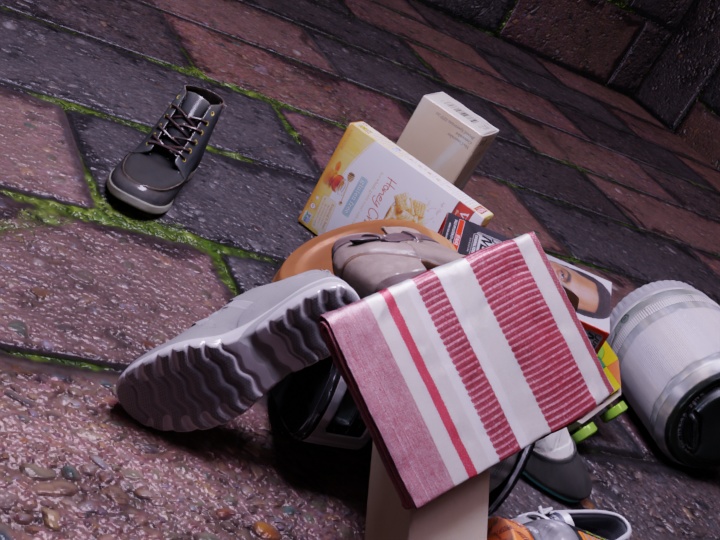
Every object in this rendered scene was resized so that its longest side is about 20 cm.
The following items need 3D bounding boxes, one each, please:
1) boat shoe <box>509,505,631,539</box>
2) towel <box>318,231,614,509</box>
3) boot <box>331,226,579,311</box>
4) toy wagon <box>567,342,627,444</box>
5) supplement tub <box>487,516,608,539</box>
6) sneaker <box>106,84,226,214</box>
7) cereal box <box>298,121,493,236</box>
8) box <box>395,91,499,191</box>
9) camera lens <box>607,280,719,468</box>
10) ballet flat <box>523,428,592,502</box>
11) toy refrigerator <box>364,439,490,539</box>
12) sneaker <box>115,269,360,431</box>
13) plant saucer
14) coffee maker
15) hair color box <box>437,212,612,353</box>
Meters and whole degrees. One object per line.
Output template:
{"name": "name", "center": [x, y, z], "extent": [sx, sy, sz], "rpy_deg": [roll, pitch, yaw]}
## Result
{"name": "boat shoe", "center": [0.155, 0.229, 0.892], "extent": [0.199, 0.069, 0.072], "rpy_deg": [14, 27, -34]}
{"name": "towel", "center": [0.080, 0.065, 0.764], "extent": [0.199, 0.023, 0.145], "rpy_deg": [-21, 82, -31]}
{"name": "boot", "center": [0.074, 0.001, 0.948], "extent": [0.199, 0.071, 0.146], "rpy_deg": [5, 19, -23]}
{"name": "toy wagon", "center": [0.211, 0.114, 1.173], "extent": [0.200, 0.040, 0.155], "rpy_deg": [-22, 73, -46]}
{"name": "supplement tub", "center": [0.170, 0.259, 0.781], "extent": [0.199, 0.123, 0.123], "rpy_deg": [24, 23, -15]}
{"name": "sneaker", "center": [-0.210, -0.138, 1.157], "extent": [0.075, 0.106, 0.200], "rpy_deg": [28, 23, -6]}
{"name": "cereal box", "center": [0.038, -0.062, 1.256], "extent": [0.200, 0.144, 0.039], "rpy_deg": [37, 23, 17]}
{"name": "box", "center": [0.077, -0.113, 1.336], "extent": [0.095, 0.200, 0.078], "rpy_deg": [35, 23, 12]}
{"name": "camera lens", "center": [0.396, 0.124, 1.288], "extent": [0.159, 0.160, 0.200], "rpy_deg": [20, 25, -24]}
{"name": "ballet flat", "center": [0.154, 0.147, 1.060], "extent": [0.200, 0.069, 0.068], "rpy_deg": [37, 39, 17]}
{"name": "toy refrigerator", "center": [0.053, 0.144, 0.781], "extent": [0.070, 0.076, 0.201], "rpy_deg": [13, 69, -21]}
{"name": "sneaker", "center": [-0.094, 0.060, 0.834], "extent": [0.082, 0.199, 0.075], "rpy_deg": [-121, -171, -67]}
{"name": "plant saucer", "center": [0.000, 0.000, 1.064], "extent": [0.199, 0.038, 0.200], "rpy_deg": [-12, 27, 6]}
{"name": "coffee maker", "center": [0.026, 0.114, 0.930], "extent": [0.199, 0.135, 0.192], "rpy_deg": [23, -14, -18]}
{"name": "hair color box", "center": [0.168, 0.021, 1.152], "extent": [0.199, 0.061, 0.102], "rpy_deg": [23, 35, -2]}
